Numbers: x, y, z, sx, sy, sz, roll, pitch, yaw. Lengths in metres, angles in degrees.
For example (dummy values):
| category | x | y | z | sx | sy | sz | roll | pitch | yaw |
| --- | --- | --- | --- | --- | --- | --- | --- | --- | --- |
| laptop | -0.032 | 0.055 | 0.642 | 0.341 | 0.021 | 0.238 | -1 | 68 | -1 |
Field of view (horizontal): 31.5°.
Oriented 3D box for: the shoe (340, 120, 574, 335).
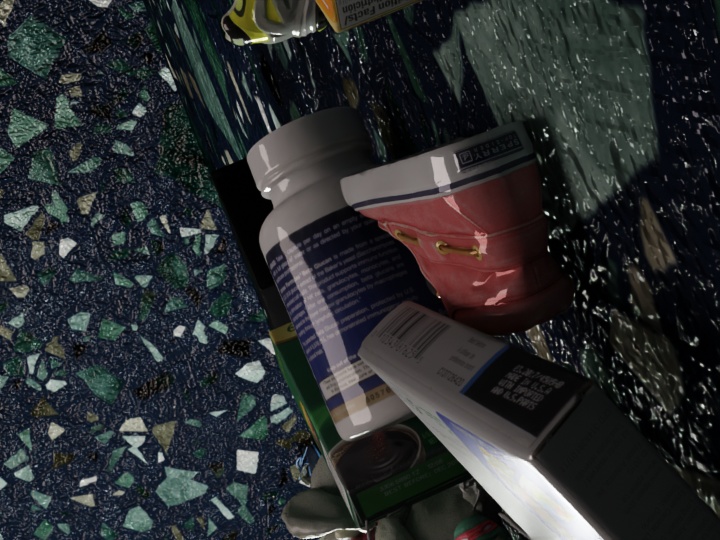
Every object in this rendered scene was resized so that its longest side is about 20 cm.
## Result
| category | x | y | z | sx | sy | sz | roll | pitch | yaw |
| --- | --- | --- | --- | --- | --- | --- | --- | --- | --- |
| shoe | 0.045 | -0.016 | 0.636 | 0.200 | 0.071 | 0.091 | -177 | 68 | -78 |

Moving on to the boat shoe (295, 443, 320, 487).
| category | x | y | z | sx | sy | sz | roll | pitch | yaw |
| --- | --- | --- | --- | --- | --- | --- | --- | --- | --- |
| boat shoe | -0.118 | 0.476 | 3.040 | 0.200 | 0.068 | 0.084 | -132 | 21 | -68 |

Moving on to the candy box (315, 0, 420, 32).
| category | x | y | z | sx | sy | sz | roll | pitch | yaw |
| --- | --- | --- | --- | --- | --- | --- | --- | --- | --- |
| candy box | -0.024 | -0.225 | 0.585 | 0.200 | 0.055 | 0.116 | 77 | 168 | -51 |

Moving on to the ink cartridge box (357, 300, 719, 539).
| category | x | y | z | sx | sy | sz | roll | pitch | yaw |
| --- | --- | --- | --- | --- | --- | --- | --- | --- | --- |
| ink cartridge box | 0.102 | 0.106 | 0.539 | 0.200 | 0.047 | 0.198 | 45 | 171 | -17 |

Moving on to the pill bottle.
| category | x | y | z | sx | sy | sz | roll | pitch | yaw |
| --- | --- | --- | --- | --- | --- | --- | --- | --- | --- |
| pill bottle | 0.000 | 0.000 | 0.835 | 0.111 | 0.111 | 0.201 | 111 | 136 | -78 |

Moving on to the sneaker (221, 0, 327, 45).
| category | x | y | z | sx | sy | sz | roll | pitch | yaw |
| --- | --- | --- | --- | --- | --- | --- | --- | --- | --- |
| sneaker | -0.089 | -0.250 | 0.877 | 0.075 | 0.076 | 0.201 | 99 | 150 | -78 |

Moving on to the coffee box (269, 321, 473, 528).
| category | x | y | z | sx | sy | sz | roll | pitch | yaw |
| --- | --- | --- | --- | --- | --- | --- | --- | --- | --- |
| coffee box | 0.016 | 0.088 | 0.933 | 0.200 | 0.122 | 0.044 | -121 | 10 | -54 |

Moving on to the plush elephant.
| category | x | y | z | sx | sy | sz | roll | pitch | yaw |
| --- | --- | --- | --- | --- | --- | --- | --- | --- | --- |
| plush elephant | 0.023 | 0.193 | 0.992 | 0.154 | 0.165 | 0.201 | 17 | 125 | 25 |

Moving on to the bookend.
| category | x | y | z | sx | sy | sz | roll | pitch | yaw |
| --- | --- | --- | --- | --- | --- | --- | --- | --- | --- |
| bookend | -0.072 | 0.006 | 1.395 | 0.200 | 0.092 | 0.199 | 74 | 172 | -45 |

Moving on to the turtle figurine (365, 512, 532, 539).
| category | x | y | z | sx | sy | sz | roll | pitch | yaw |
| --- | --- | --- | --- | --- | --- | --- | --- | --- | --- |
| turtle figurine | 0.094 | 0.214 | 0.752 | 0.201 | 0.149 | 0.101 | 61 | -164 | 14 |
